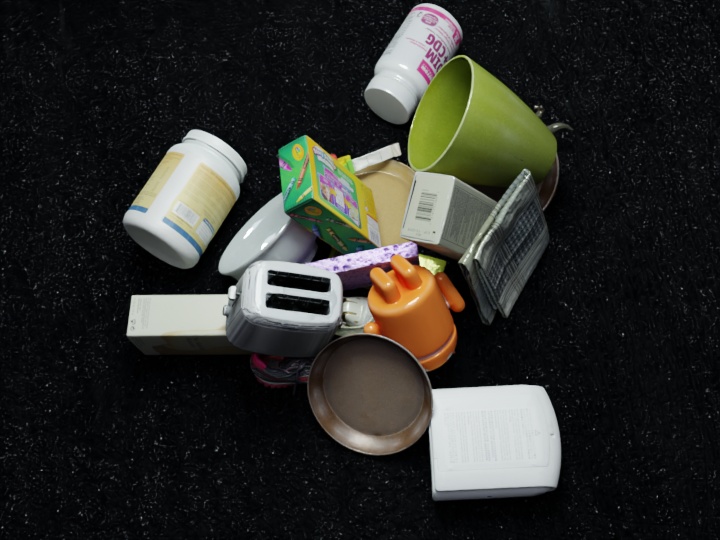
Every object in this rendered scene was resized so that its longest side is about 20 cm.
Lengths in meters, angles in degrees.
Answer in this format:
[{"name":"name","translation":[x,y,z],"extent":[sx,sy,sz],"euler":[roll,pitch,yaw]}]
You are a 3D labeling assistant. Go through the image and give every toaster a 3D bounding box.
[{"name":"toaster","translation":[-0.104,0.059,1.283],"extent":[0.197,0.129,0.115],"euler":[9,64,-13]}]

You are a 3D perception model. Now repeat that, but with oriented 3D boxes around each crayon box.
[{"name":"crayon box","translation":[-0.046,-0.110,1.358],"extent":[0.058,0.199,0.120],"euler":[-24,56,24]}]

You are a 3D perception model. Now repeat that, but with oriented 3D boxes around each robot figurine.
[{"name":"robot figurine","translation":[0.084,0.074,1.327],"extent":[0.115,0.202,0.144],"euler":[-1,39,34]}]

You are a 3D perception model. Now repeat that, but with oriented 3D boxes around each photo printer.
[{"name":"photo printer","translation":[0.201,0.257,1.292],"extent":[0.196,0.070,0.169],"euler":[-4,66,2]}]

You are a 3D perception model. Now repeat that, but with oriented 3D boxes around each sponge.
[{"name":"sponge","translation":[0.000,0.000,1.380],"extent":[0.196,0.112,0.030],"euler":[-11,72,2]}]

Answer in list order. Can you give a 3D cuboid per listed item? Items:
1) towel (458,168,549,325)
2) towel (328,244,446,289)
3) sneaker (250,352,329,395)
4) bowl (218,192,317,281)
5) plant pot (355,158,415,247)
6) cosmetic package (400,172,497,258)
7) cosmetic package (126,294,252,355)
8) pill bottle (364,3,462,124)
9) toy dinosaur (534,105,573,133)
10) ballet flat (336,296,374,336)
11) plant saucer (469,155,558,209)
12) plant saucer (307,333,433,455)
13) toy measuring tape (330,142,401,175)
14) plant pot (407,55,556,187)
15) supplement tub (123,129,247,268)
[{"name":"towel","translation":[0.236,-0.029,1.354],"extent":[0.034,0.193,0.201],"euler":[25,70,33]},{"name":"towel","translation":[0.041,-0.005,1.449],"extent":[0.197,0.018,0.087],"euler":[15,69,11]},{"name":"sneaker","translation":[-0.078,0.150,1.359],"extent":[0.196,0.075,0.082],"euler":[-5,66,2]},{"name":"bowl","translation":[-0.134,-0.041,1.414],"extent":[0.090,0.200,0.202],"euler":[46,73,-21]},{"name":"plant pot","translation":[0.022,-0.108,1.482],"extent":[0.196,0.028,0.203],"euler":[-2,60,3]},{"name":"cosmetic package","translation":[0.149,-0.075,1.329],"extent":[0.070,0.199,0.107],"euler":[13,86,34]},{"name":"cosmetic package","translation":[-0.265,0.089,1.386],"extent":[0.196,0.105,0.072],"euler":[-1,67,6]},{"name":"pill bottle","translation":[0.095,-0.373,1.554],"extent":[0.112,0.114,0.202],"euler":[26,71,15]},{"name":"toy dinosaur","translation":[0.271,-0.242,1.514],"extent":[0.196,0.077,0.104],"euler":[7,94,-3]},{"name":"ballet flat","translation":[-0.039,0.072,1.397],"extent":[0.196,0.063,0.069],"euler":[0,66,4]},{"name":"plant saucer","translation":[0.236,-0.170,1.453],"extent":[0.196,0.034,0.204],"euler":[0,93,-1]},{"name":"plant saucer","translation":[0.017,0.184,1.305],"extent":[0.197,0.035,0.204],"euler":[5,108,14]},{"name":"toy measuring tape","translation":[-0.017,-0.174,1.464],"extent":[0.197,0.074,0.074],"euler":[-20,66,-8]},{"name":"plant pot","translation":[0.205,-0.208,1.352],"extent":[0.198,0.187,0.190],"euler":[20,65,-22]},{"name":"supplement tub","translation":[-0.294,-0.122,1.457],"extent":[0.143,0.145,0.202],"euler":[25,70,15]}]
